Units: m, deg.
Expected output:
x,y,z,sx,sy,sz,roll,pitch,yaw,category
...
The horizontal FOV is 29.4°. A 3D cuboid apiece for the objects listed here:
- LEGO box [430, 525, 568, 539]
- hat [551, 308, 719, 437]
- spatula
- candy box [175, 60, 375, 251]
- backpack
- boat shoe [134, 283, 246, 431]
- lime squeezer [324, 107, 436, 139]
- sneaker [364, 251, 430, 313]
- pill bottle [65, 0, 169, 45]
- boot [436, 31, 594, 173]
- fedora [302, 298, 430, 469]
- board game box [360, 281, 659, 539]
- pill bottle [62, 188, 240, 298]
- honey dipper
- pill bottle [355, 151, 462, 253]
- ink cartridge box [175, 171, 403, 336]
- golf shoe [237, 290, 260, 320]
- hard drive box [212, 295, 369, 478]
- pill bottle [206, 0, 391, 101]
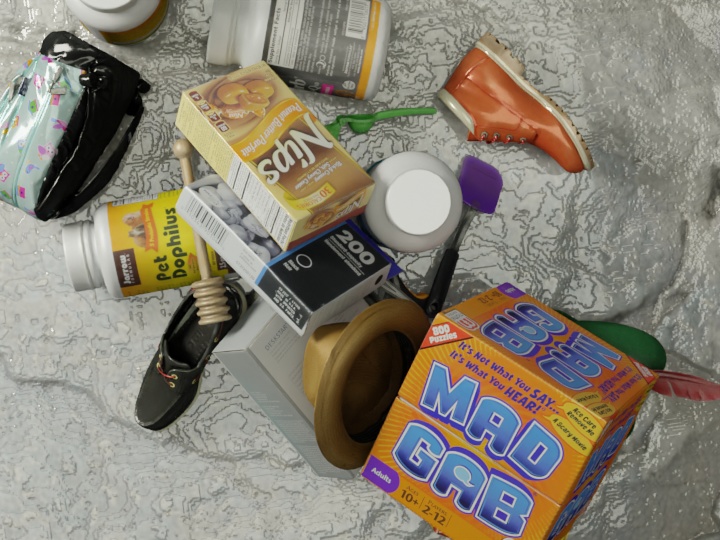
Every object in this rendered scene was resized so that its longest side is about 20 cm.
x,y,z,sx,sy,sz,roll,pitch,yaw,category
0.187,0.236,1.615,0.148,0.077,0.202,23,90,-5,LEGO box
0.323,0.084,1.546,0.199,0.166,0.176,36,126,-23,hat
0.116,-0.037,1.606,0.056,0.021,0.202,24,80,-13,spatula
-0.092,-0.125,1.457,0.115,0.055,0.200,-28,66,-34,candy box
-0.338,-0.158,1.524,0.126,0.167,0.201,29,93,14,backpack
-0.206,0.099,1.559,0.074,0.063,0.202,41,108,22,boat shoe
-0.005,-0.153,1.602,0.199,0.038,0.071,-38,95,-3,lime squeezer
0.000,0.000,1.595,0.077,0.078,0.200,-45,102,-9,sneaker
-0.267,-0.311,1.489,0.110,0.200,0.112,0,93,-5,pill bottle
0.181,-0.170,1.605,0.107,0.075,0.200,-45,87,1,boot
-0.006,0.110,1.443,0.081,0.200,0.202,24,90,33,fedora
0.159,0.161,1.435,0.199,0.199,0.201,32,111,19,board game box
-0.231,-0.031,1.550,0.198,0.109,0.110,-11,93,-4,pill bottle
-0.175,-0.043,1.485,0.038,0.038,0.202,-10,91,-5,honey dipper
0.053,-0.076,1.528,0.110,0.200,0.112,0,93,-6,pill bottle
-0.066,-0.043,1.481,0.198,0.200,0.044,43,128,13,ink cartridge box
-0.076,0.112,1.588,0.091,0.073,0.202,-22,94,-4,golf shoe
-0.042,0.107,1.534,0.156,0.077,0.201,-49,113,-29,hard drive box
-0.070,-0.265,1.552,0.198,0.116,0.118,9,92,-5,pill bottle
